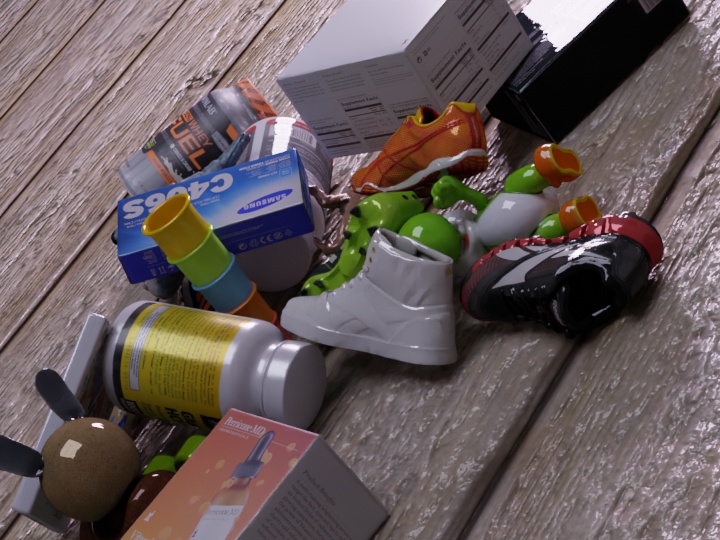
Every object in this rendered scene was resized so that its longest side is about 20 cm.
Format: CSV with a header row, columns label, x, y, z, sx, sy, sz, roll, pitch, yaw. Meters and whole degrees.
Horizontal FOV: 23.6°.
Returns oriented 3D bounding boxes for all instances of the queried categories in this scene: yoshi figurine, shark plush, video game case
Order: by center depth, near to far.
label,x,y,z,sx,sy,sz,roll,pitch,yaw
yoshi figurine,0.113,-0.039,1.603,0.200,0.112,0.113,-26,37,33
video game case,-0.281,0.155,1.710,0.182,0.023,0.201,87,-158,-76
shark plush,-0.172,-0.055,1.861,0.200,0.091,0.083,-47,33,-19

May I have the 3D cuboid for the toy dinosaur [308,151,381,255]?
label,x,y,z,sx,sy,sz,roll,pitch,yaw
toy dinosaur,0.019,-0.065,1.791,0.135,0.086,0.200,-27,34,9

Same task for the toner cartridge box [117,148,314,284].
label,x,y,z,sx,sy,sz,roll,pitch,yaw
toner cartridge box,-0.151,-0.056,1.778,0.199,0.043,0.095,-16,41,5

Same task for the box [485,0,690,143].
label,x,y,z,sx,sy,sz,roll,pitch,yaw
box,0.221,-0.238,1.797,0.200,0.079,0.141,-43,30,-6

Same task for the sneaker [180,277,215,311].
label,x,y,z,sx,sy,sz,roll,pitch,yaw
sneaker,-0.142,0.045,1.841,0.090,0.070,0.201,-23,37,24

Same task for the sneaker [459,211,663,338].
label,x,y,z,sx,sy,sz,roll,pitch,yaw
sneaker,0.163,0.015,1.492,0.200,0.071,0.098,-16,33,36

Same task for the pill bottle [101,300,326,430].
label,x,y,z,sx,sy,sz,roll,pitch,yaw
pill bottle,-0.139,0.097,1.657,0.199,0.113,0.113,9,50,27

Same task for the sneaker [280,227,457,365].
label,x,y,z,sx,sy,sz,roll,pitch,yaw
sneaker,0.009,0.015,1.602,0.199,0.116,0.074,9,13,38

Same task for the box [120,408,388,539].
label,x,y,z,sx,sy,sz,roll,pitch,yaw
box,-0.104,0.234,1.459,0.200,0.106,0.152,-51,29,-20

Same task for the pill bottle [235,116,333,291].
label,x,y,z,sx,sy,sz,roll,pitch,yaw
pill bottle,-0.093,-0.073,1.900,0.116,0.116,0.200,-27,29,22

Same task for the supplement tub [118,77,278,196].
label,x,y,z,sx,sy,sz,roll,pitch,yaw
supplement tub,-0.186,-0.137,2.107,0.200,0.123,0.123,-39,27,1

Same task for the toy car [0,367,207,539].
label,x,y,z,sx,sy,sz,roll,pitch,yaw
toy car,-0.247,0.191,1.575,0.158,0.200,0.165,-32,20,54

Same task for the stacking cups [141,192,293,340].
label,x,y,z,sx,sy,sz,roll,pitch,yaw
stacking cups,-0.136,0.016,1.724,0.060,0.200,0.061,-31,24,16

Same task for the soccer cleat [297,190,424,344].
label,x,y,z,sx,sy,sz,roll,pitch,yaw
soccer cleat,0.000,0.000,1.694,0.081,0.068,0.200,-15,-31,-42

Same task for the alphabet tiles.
label,x,y,z,sx,sy,sz,roll,pitch,yaw
alphabet tiles,-0.234,0.111,1.841,0.167,0.006,0.200,-53,23,27

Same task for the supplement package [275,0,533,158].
label,x,y,z,sx,sy,sz,roll,pitch,yaw
supplement package,0.044,-0.214,1.769,0.200,0.111,0.156,-4,39,48

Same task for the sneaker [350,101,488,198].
label,x,y,z,sx,sy,sz,roll,pitch,yaw
sneaker,0.059,-0.114,1.676,0.200,0.073,0.078,-20,72,52
